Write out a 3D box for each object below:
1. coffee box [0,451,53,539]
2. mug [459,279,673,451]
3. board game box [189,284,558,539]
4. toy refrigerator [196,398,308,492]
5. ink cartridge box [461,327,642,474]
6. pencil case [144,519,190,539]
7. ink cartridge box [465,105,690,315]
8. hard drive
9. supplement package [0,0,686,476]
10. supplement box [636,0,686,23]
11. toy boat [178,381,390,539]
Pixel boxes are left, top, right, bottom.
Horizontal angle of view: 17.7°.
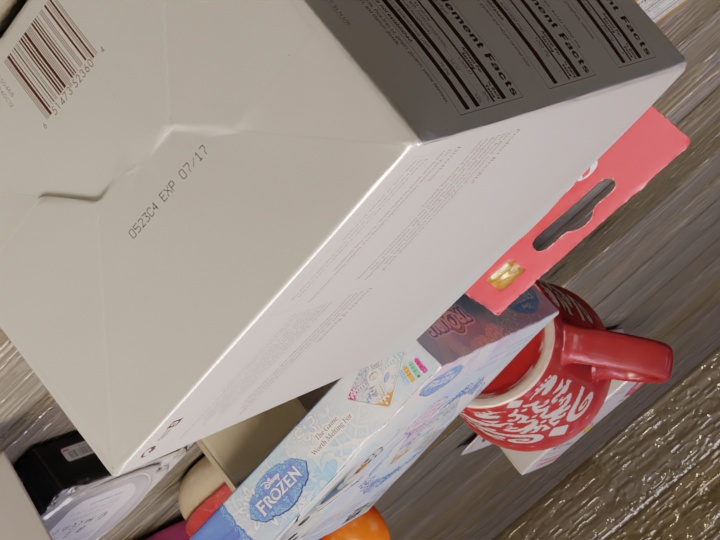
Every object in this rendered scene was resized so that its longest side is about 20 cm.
[{"bbox_3d":[-0.215,0.194,1.284,0.113,0.080,0.200,-27,155,-12],"label":"coffee box"},{"bbox_3d":[0.128,0.050,1.728,0.177,0.134,0.200,-26,165,9],"label":"mug"},{"bbox_3d":[0.012,0.093,1.413,0.199,0.043,0.200,-47,168,23],"label":"board game box"},{"bbox_3d":[-0.067,0.105,1.500,0.070,0.076,0.200,-37,167,-7],"label":"toy refrigerator"},{"bbox_3d":[0.211,0.151,2.471,0.200,0.068,0.116,-42,167,18],"label":"ink cartridge box"},{"bbox_3d":[-0.157,0.249,1.740,0.200,0.091,0.094,-22,125,-47],"label":"pencil case"},{"bbox_3d":[0.088,-0.047,1.270,0.161,0.050,0.200,-42,138,14],"label":"ink cartridge box"},{"bbox_3d":[-0.205,0.166,1.416,0.200,0.038,0.140,-44,166,27],"label":"hard drive"},{"bbox_3d":[-0.024,-0.057,0.867,0.191,0.147,0.200,-46,165,33],"label":"supplement package"},{"bbox_3d":[0.097,-0.132,1.134,0.200,0.067,0.069,-37,165,-11],"label":"supplement box"},{"bbox_3d":[-0.024,0.155,1.663,0.200,0.131,0.131,-38,168,5],"label":"toy boat"}]
